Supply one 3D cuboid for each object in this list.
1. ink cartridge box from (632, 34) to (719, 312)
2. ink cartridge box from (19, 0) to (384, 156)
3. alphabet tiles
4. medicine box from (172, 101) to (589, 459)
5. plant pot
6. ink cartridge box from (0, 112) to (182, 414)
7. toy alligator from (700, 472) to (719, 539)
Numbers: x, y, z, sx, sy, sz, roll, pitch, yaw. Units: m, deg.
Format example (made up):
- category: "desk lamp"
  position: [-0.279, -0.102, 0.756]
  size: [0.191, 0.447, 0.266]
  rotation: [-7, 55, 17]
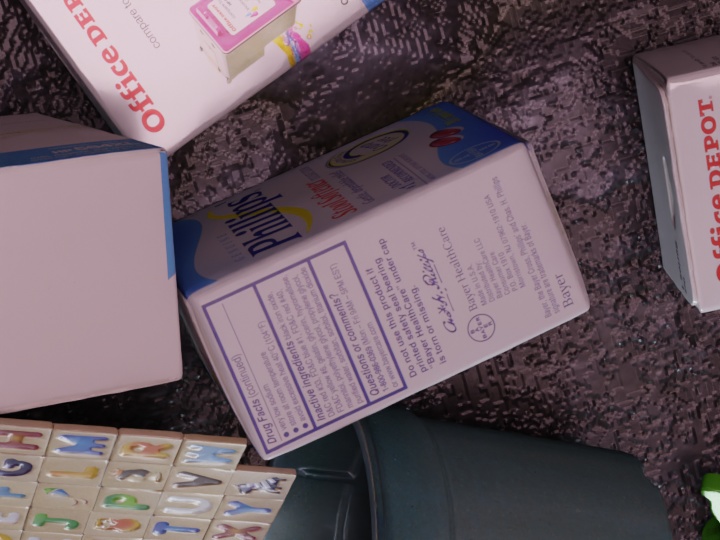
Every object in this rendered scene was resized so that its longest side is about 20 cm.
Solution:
- category: "ink cartridge box"
  position: [0.271, -0.073, 1.478]
  size: [0.200, 0.084, 0.145]
  rotation: [-13, 109, -5]
- category: "ink cartridge box"
  position: [-0.084, -0.172, 1.394]
  size: [0.200, 0.085, 0.145]
  rotation: [-36, 106, -1]
- category: "alphabet tiles"
  position: [-0.141, 0.120, 1.341]
  size: [0.200, 0.166, 0.006]
  rotation: [6, 61, -13]
- category: "medicine box"
  position: [0.000, 0.000, 1.397]
  size: [0.200, 0.182, 0.103]
  rotation: [-24, 105, -6]
- category: "plant pot"
  position: [0.062, 0.171, 1.451]
  size: [0.196, 0.200, 0.200]
  rotation: [5, 101, -21]
- category: "ink cartridge box"
  position: [-0.196, -0.011, 1.358]
  size: [0.125, 0.200, 0.129]
  rotation: [-10, 104, -27]
- category: "toy alligator"
  position: [0.276, 0.190, 1.563]
  size: [0.200, 0.059, 0.054]
  rotation: [34, 135, -17]
